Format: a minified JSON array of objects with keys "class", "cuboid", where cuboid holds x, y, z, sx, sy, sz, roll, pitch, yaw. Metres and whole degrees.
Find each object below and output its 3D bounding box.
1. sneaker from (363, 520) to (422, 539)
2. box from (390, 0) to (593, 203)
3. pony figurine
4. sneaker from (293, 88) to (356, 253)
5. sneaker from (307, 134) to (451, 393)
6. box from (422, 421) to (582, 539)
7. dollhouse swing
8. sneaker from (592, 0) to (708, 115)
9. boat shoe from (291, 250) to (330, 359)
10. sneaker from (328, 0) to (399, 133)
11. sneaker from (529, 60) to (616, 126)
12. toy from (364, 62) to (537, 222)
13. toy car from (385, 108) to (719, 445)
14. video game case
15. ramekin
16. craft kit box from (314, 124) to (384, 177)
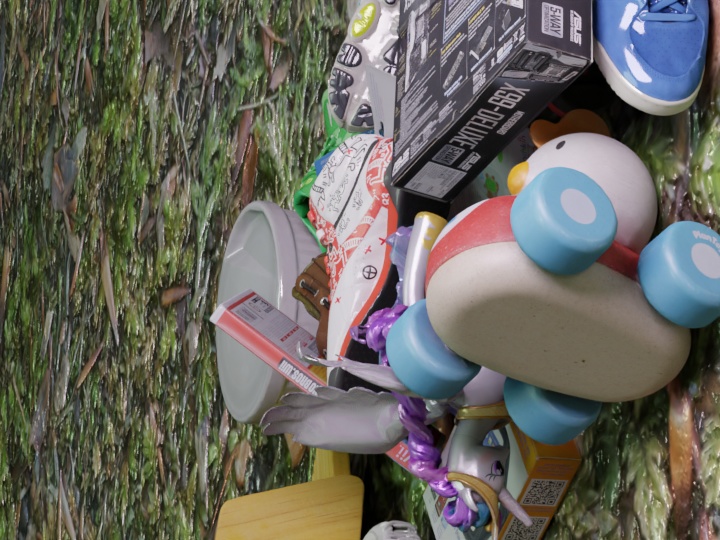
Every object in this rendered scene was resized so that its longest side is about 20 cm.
[{"class":"sneaker","cuboid":[0.025,0.233,1.675,0.200,0.075,0.082,119,165,-70]},{"class":"box","cuboid":[0.084,-0.160,1.396,0.200,0.049,0.159,134,145,-54]},{"class":"pony figurine","cuboid":[0.045,0.069,1.435,0.167,0.192,0.201,121,167,-68]},{"class":"sneaker","cuboid":[-0.016,-0.080,1.848,0.074,0.083,0.201,126,144,-56]},{"class":"sneaker","cuboid":[0.001,0.000,1.547,0.108,0.067,0.203,24,101,53]},{"class":"box","cuboid":[0.097,0.160,1.554,0.120,0.041,0.201,-107,31,-45]},{"class":"dollhouse swing","cuboid":[-0.082,0.230,1.828,0.201,0.180,0.177,99,155,-48]},{"class":"sneaker","cuboid":[0.187,-0.205,1.314,0.111,0.076,0.201,111,162,-61]},{"class":"boat shoe","cuboid":[0.005,0.055,1.623,0.068,0.072,0.200,-36,36,3]},{"class":"sneaker","cuboid":[0.029,-0.199,1.626,0.201,0.077,0.080,-61,-2,1]},{"class":"sneaker","cuboid":[0.128,-0.190,1.484,0.098,0.070,0.202,142,128,-61]},{"class":"toy","cuboid":[0.088,-0.078,1.526,0.199,0.047,0.116,30,137,44]},{"class":"toy car","cuboid":[0.126,-0.028,1.348,0.184,0.176,0.201,-48,29,44]},{"class":"video game case","cuboid":[-0.022,0.085,1.630,0.017,0.199,0.143,-54,-2,7]},{"class":"ramekin","cuboid":[-0.061,0.040,1.935,0.202,0.093,0.204,-177,90,-71]},{"class":"craft kit box","cuboid":[0.034,-0.015,1.691,0.200,0.048,0.199,158,103,-68]}]
